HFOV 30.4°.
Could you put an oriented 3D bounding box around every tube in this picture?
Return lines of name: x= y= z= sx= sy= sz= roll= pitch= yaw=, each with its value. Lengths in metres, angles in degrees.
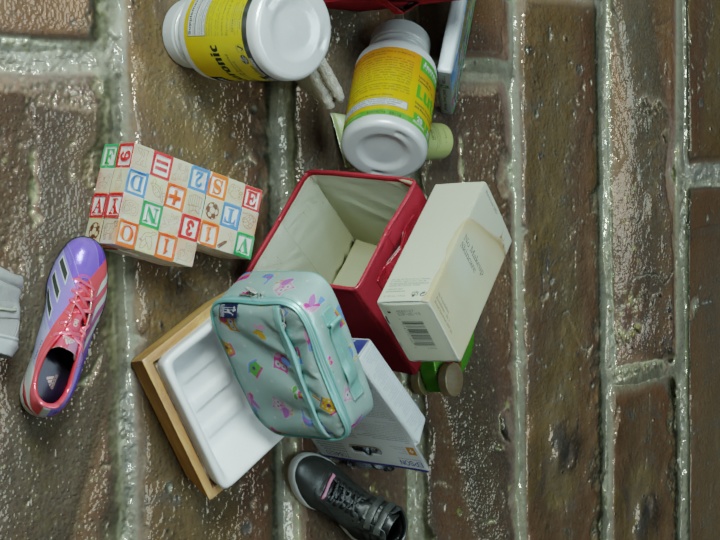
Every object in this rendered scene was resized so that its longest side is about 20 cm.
tube: x=0.043 y=-0.176 z=1.800 sx=0.199 sy=0.058 sz=0.052 roll=-4 pitch=123 yaw=-43

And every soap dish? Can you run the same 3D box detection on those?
soap dish: x=-0.174 y=0.143 z=1.564 sx=0.157 sy=0.081 sz=0.201 roll=-41 pitch=120 yaw=-37

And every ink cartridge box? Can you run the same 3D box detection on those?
ink cartridge box: x=-0.019 y=0.161 z=1.641 sx=0.041 sy=0.199 sz=0.200 roll=-53 pitch=126 yaw=-32

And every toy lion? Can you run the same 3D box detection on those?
toy lion: x=0.112 y=0.050 z=1.884 sx=0.192 sy=0.068 sz=0.201 roll=-52 pitch=127 yaw=-41

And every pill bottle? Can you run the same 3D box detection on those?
pill bottle: x=-0.135 y=-0.269 z=1.490 sx=0.111 sy=0.200 sz=0.112 roll=-8 pitch=102 yaw=-40
pill bottle: x=0.042 y=-0.229 z=1.727 sx=0.111 sy=0.111 sz=0.201 roll=44 pitch=42 yaw=-39

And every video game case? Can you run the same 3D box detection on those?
video game case: x=0.137 y=-0.338 z=1.835 sx=0.182 sy=0.022 sz=0.201 roll=65 pitch=36 yaw=-78

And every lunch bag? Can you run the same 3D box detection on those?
lunch bag: x=-0.075 y=0.095 z=1.491 sx=0.077 sy=0.160 sz=0.201 roll=-41 pitch=120 yaw=-38

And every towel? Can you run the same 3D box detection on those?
towel: x=-0.087 y=-0.293 z=1.600 sx=0.034 sy=0.133 sz=0.200 roll=-34 pitch=121 yaw=-6

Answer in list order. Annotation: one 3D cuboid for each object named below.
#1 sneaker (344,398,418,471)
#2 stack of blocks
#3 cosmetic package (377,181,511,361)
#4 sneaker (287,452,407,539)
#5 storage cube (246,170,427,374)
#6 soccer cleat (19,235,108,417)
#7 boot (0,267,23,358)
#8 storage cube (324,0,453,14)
sneaker: x=0.002 y=0.201 z=1.755 sx=0.200 sy=0.075 sz=0.114 roll=34 pitch=65 yaw=-45
stack of blocks: x=-0.212 y=-0.063 z=1.528 sx=0.200 sy=0.058 sz=0.116 roll=18 pitch=79 yaw=-46
cosmetic package: x=0.102 y=0.000 z=1.547 sx=0.104 sy=0.073 sz=0.200 roll=60 pitch=43 yaw=-36
sneaker: x=-0.009 y=0.302 z=1.735 sx=0.200 sy=0.099 sz=0.071 roll=47 pitch=62 yaw=-36
storage cube: x=0.000 y=0.000 z=1.652 sx=0.180 sy=0.199 sz=0.171 roll=54 pitch=55 yaw=-41
soccer cleat: x=-0.310 y=0.059 z=1.410 sx=0.068 sy=0.073 sz=0.201 roll=19 pitch=79 yaw=-20
boot: x=-0.422 y=0.025 z=1.313 sx=0.200 sy=0.073 sz=0.096 roll=20 pitch=71 yaw=-54
storage cube: x=0.005 y=-0.417 z=1.652 sx=0.171 sy=0.179 sz=0.201 roll=-10 pitch=101 yaw=-46
